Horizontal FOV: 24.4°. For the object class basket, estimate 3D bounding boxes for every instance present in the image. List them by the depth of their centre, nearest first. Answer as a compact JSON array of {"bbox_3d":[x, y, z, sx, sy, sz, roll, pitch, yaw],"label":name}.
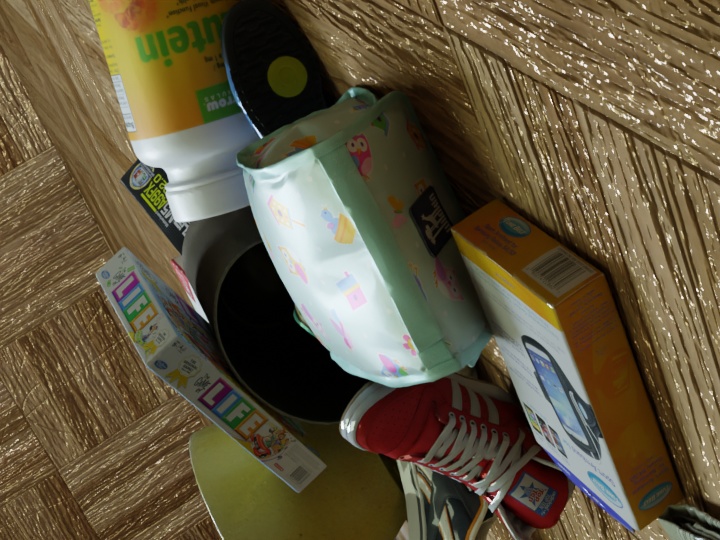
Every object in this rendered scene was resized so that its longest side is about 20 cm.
[{"bbox_3d":[-0.070,0.013,1.357,0.180,0.136,0.200,44,180,-29],"label":"basket"}]

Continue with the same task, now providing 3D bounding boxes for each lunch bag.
[{"bbox_3d":[0.007,-0.021,1.065,0.172,0.121,0.200,63,173,-10],"label":"lunch bag"}]

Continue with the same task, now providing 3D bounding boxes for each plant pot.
[{"bbox_3d":[-0.037,0.193,1.447,0.201,0.141,0.200,58,-173,-11],"label":"plant pot"}]

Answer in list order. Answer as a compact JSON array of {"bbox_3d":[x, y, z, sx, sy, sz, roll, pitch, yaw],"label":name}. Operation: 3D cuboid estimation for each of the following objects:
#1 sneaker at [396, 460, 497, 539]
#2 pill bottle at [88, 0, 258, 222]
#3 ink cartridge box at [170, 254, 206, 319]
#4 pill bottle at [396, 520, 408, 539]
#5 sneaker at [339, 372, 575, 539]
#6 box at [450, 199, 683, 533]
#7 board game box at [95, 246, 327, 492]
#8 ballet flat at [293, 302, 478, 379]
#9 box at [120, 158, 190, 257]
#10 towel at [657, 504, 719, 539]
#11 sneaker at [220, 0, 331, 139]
[{"bbox_3d":[0.076,0.176,1.408,0.078,0.079,0.202,5,-105,-71],"label":"sneaker"},{"bbox_3d":[-0.128,-0.144,1.243,0.111,0.110,0.202,-161,54,-72],"label":"pill bottle"},{"bbox_3d":[-0.127,0.071,1.937,0.147,0.082,0.201,40,158,58],"label":"ink cartridge box"},{"bbox_3d":[-0.025,0.367,1.970,0.116,0.199,0.116,54,168,18],"label":"pill bottle"},{"bbox_3d":[0.076,0.126,1.126,0.199,0.072,0.113,11,-151,-52],"label":"sneaker"},{"bbox_3d":[0.126,0.064,0.988,0.119,0.041,0.201,42,162,55],"label":"box"},{"bbox_3d":[-0.118,0.080,1.320,0.200,0.034,0.135,46,-177,-40],"label":"board game box"},{"bbox_3d":[0.039,0.062,1.245,0.199,0.064,0.076,36,-163,-18],"label":"ballet flat"},{"bbox_3d":[-0.124,-0.021,1.612,0.200,0.044,0.160,37,-174,-45],"label":"box"},{"bbox_3d":[0.252,0.222,0.901,0.201,0.034,0.192,59,171,-12],"label":"towel"},{"bbox_3d":[-0.046,-0.101,1.215,0.201,0.066,0.078,59,169,-5],"label":"sneaker"}]
